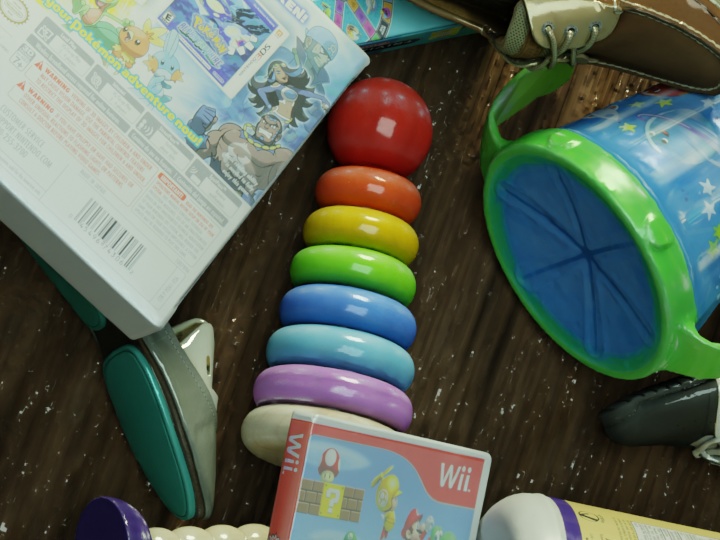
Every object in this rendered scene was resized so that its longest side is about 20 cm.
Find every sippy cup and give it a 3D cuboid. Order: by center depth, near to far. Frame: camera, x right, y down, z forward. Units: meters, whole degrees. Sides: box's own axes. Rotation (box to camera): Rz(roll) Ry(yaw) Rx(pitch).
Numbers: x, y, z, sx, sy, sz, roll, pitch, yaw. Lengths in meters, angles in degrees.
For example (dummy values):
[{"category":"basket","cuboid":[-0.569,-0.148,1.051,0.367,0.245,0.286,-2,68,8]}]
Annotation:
[{"category":"sippy cup","cuboid":[0.153,-0.034,1.512,0.130,0.139,0.178,-32,101,-26]}]

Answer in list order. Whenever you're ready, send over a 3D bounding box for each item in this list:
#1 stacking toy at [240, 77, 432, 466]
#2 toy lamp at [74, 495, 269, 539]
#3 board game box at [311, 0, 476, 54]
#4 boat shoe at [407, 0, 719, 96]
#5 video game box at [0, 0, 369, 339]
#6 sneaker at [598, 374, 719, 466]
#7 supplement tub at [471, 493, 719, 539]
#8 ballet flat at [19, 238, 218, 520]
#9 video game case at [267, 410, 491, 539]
[{"category":"stacking toy","cuboid":[0.000,0.000,1.491,0.085,0.085,0.201,15,76,-12]},{"category":"toy lamp","cuboid":[-0.041,0.132,1.448,0.199,0.058,0.059,4,82,-36]},{"category":"board game box","cuboid":[-0.032,-0.181,1.517,0.199,0.047,0.152,-12,87,-15]},{"category":"boat shoe","cuboid":[0.089,-0.131,1.472,0.199,0.076,0.074,24,58,1]},{"category":"video game box","cuboid":[-0.121,-0.101,1.415,0.200,0.047,0.182,44,67,-13]},{"category":"sneaker","cuboid":[0.222,0.088,1.538,0.199,0.074,0.089,-5,83,-15]},{"category":"supplement tub","cuboid":[0.150,0.196,1.469,0.199,0.145,0.146,13,81,-13]},{"category":"ballet flat","cuboid":[-0.106,0.024,1.466,0.064,0.067,0.201,-30,92,-26]},{"category":"video game case","cuboid":[-0.003,0.175,1.422,0.143,0.017,0.201,16,84,-50]}]
